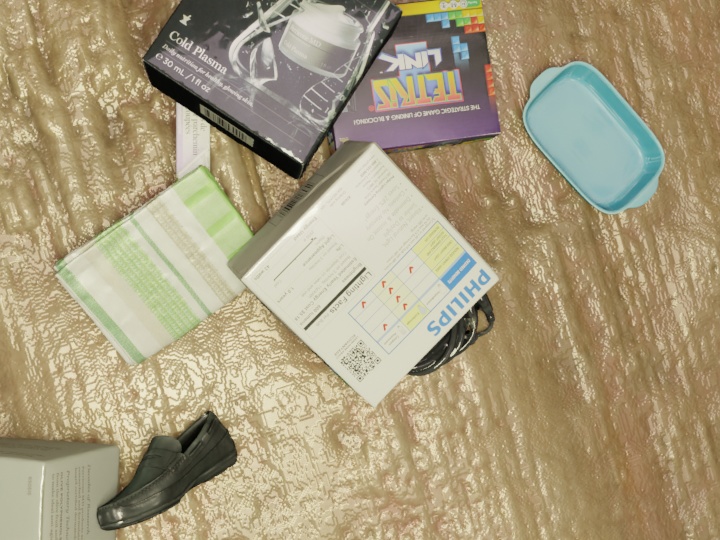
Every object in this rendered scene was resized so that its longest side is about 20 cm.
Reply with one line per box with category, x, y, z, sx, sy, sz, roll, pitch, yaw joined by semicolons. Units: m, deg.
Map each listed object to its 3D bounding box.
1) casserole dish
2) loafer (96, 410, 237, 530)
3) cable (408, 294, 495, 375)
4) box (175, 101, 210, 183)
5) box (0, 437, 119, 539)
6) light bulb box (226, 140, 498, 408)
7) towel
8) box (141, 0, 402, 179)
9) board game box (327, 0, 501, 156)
casserole dish;0.276;-0.158;1.331;0.121;0.039;0.200;-44;97;-9
loafer;-0.208;0.210;1.166;0.068;0.200;0.071;-20;95;34
cable;0.056;0.018;1.283;0.163;0.051;0.201;-27;95;-5
box;-0.189;-0.119;1.241;0.039;0.041;0.201;0;89;-10
box;-0.366;0.273;1.099;0.198;0.171;0.201;1;88;12
light bulb box;0.000;0.000;1.175;0.198;0.125;0.200;-45;105;-4
towel;-0.212;-0.005;1.208;0.200;0.031;0.149;-35;114;0
box;-0.094;-0.237;1.175;0.200;0.124;0.197;32;84;-4
board game box;0.052;-0.223;1.282;0.199;0.057;0.166;-9;88;-11
